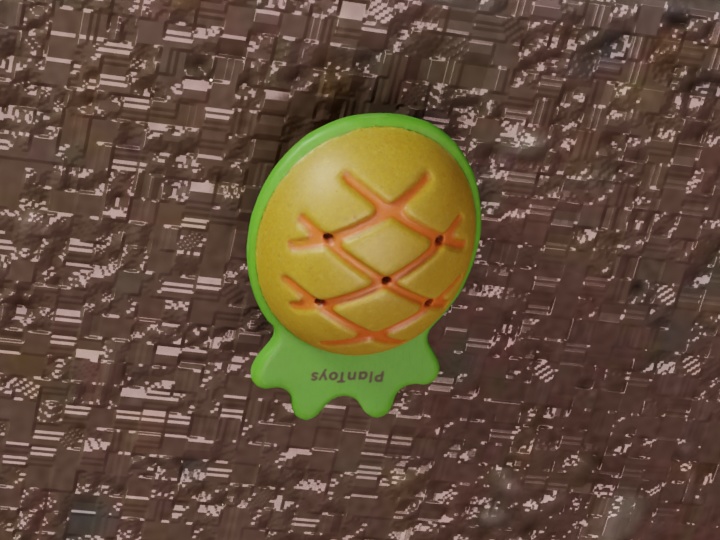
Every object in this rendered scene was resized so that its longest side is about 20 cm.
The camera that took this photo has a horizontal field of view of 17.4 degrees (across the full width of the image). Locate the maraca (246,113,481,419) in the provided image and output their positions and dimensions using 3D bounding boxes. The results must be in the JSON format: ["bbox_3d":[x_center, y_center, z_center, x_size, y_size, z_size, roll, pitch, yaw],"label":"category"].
[{"bbox_3d":[0.000,0.000,1.355,0.137,0.107,0.200,1,119,-13],"label":"maraca"}]
